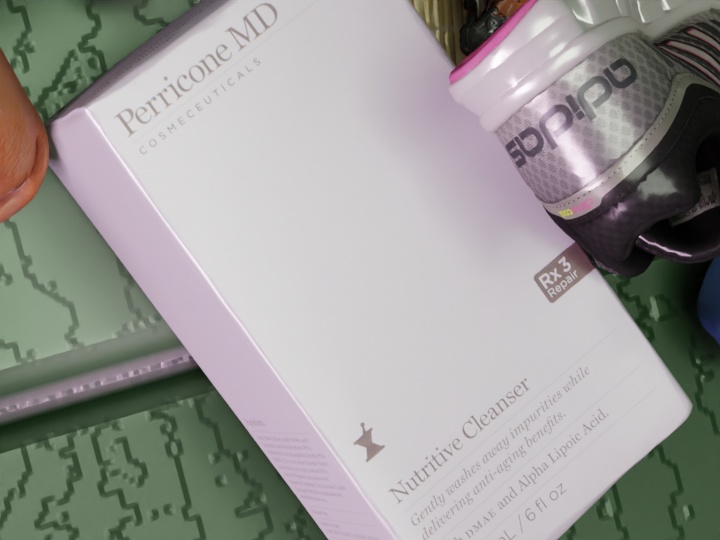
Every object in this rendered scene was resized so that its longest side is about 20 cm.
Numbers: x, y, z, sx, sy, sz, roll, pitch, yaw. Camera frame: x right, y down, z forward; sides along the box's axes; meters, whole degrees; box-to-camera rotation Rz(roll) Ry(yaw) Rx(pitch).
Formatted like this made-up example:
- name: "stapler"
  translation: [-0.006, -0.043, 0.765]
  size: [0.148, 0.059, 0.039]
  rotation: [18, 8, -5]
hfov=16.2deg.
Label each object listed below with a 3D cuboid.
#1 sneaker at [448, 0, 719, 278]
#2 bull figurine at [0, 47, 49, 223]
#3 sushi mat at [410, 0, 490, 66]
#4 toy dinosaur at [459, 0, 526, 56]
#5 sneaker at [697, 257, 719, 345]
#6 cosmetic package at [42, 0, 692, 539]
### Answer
- name: "sneaker"
  translation: [0.094, -0.041, 0.807]
  size: [0.074, 0.200, 0.088]
  rotation: [-35, 80, 19]
- name: "bull figurine"
  translation: [-0.172, -0.094, 0.761]
  size: [0.121, 0.065, 0.201]
  rotation: [-30, 95, -16]
- name: "sushi mat"
  translation: [0.047, -0.167, 0.878]
  size: [0.095, 0.012, 0.201]
  rotation: [-2, 87, -20]
- name: "toy dinosaur"
  translation: [0.030, -0.171, 0.833]
  size: [0.135, 0.102, 0.201]
  rotation: [-2, 69, -35]
- name: "sneaker"
  translation: [0.211, -0.017, 0.858]
  size: [0.199, 0.078, 0.070]
  rotation: [-35, 140, 10]
- name: "cosmetic package"
  translation: [0.000, 0.000, 0.813]
  size: [0.113, 0.081, 0.200]
  rotation: [-41, 102, -17]
